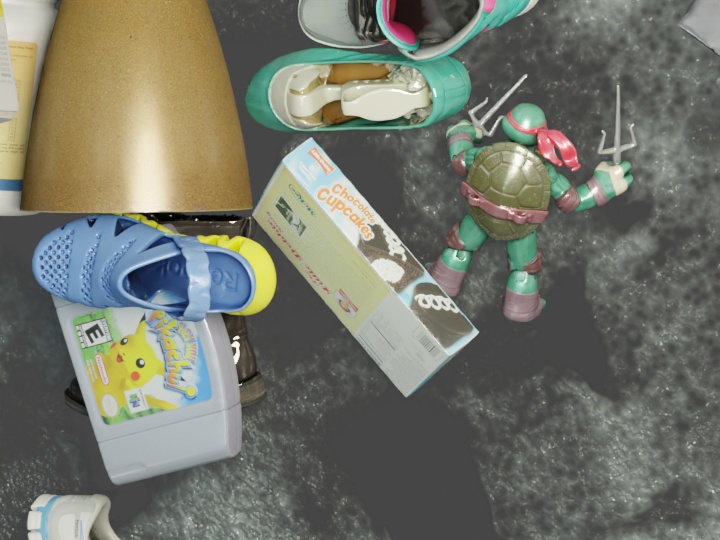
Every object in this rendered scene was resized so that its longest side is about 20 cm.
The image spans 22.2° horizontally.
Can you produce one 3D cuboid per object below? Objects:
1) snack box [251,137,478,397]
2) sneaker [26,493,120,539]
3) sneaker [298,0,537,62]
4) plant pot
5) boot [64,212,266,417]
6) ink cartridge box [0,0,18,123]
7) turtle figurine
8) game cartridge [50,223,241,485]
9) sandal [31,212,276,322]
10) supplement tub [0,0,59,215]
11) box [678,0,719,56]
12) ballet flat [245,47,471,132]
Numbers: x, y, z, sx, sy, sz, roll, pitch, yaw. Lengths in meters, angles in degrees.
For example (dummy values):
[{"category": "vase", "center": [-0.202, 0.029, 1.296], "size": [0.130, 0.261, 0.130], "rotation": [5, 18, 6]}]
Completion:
[{"category": "snack box", "center": [0.000, 0.000, 1.453], "size": [0.200, 0.037, 0.116], "rotation": [50, 155, 5]}, {"category": "sneaker", "center": [-0.234, 0.294, 1.655], "size": [0.086, 0.075, 0.201], "rotation": [-13, 99, 21]}, {"category": "sneaker", "center": [0.025, -0.197, 1.375], "size": [0.199, 0.121, 0.084], "rotation": [-7, 101, 26]}, {"category": "plant pot", "center": [-0.181, -0.147, 1.462], "size": [0.186, 0.186, 0.201], "rotation": [1, 95, 24]}, {"category": "boot", "center": [-0.170, 0.033, 1.559], "size": [0.199, 0.069, 0.175], "rotation": [-6, 103, 15]}, {"category": "ink cartridge box", "center": [-0.355, -0.202, 1.409], "size": [0.145, 0.083, 0.201], "rotation": [-11, 89, 27]}, {"category": "turtle figurine", "center": [0.116, -0.064, 1.387], "size": [0.149, 0.101, 0.201], "rotation": [30, 123, 23]}, {"category": "game cartridge", "center": [-0.173, 0.069, 1.514], "size": [0.133, 0.040, 0.201], "rotation": [-16, 94, 17]}, {"category": "sandal", "center": [-0.171, -0.001, 1.439], "size": [0.199, 0.087, 0.080], "rotation": [3, 102, 19]}, {"category": "supplement tub", "center": [-0.319, -0.153, 1.523], "size": [0.144, 0.145, 0.201], "rotation": [10, 98, 22]}, {"category": "box", "center": [0.331, -0.214, 1.187], "size": [0.124, 0.200, 0.197], "rotation": [38, 115, 13]}, {"category": "ballet flat", "center": [-0.014, -0.140, 1.437], "size": [0.199, 0.070, 0.068], "rotation": [-1, 104, 25]}]
